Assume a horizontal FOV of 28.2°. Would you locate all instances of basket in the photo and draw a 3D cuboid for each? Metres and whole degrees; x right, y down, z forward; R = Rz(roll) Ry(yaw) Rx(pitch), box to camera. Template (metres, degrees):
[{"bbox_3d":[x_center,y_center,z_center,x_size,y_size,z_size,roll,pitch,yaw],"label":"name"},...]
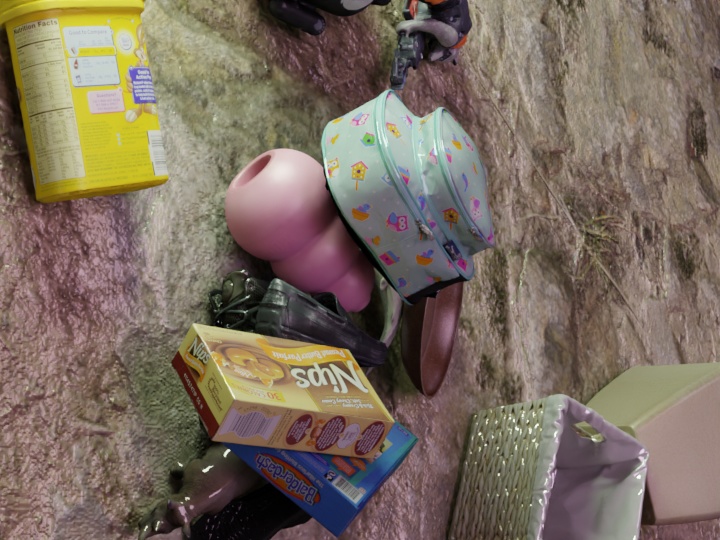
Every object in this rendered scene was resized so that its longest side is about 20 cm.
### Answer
[{"bbox_3d":[0.235,0.282,1.783,0.197,0.160,0.202,32,62,-37],"label":"basket"}]

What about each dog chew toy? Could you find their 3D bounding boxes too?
[{"bbox_3d":[-0.058,-0.034,1.568,0.201,0.124,0.125,51,51,-20],"label":"dog chew toy"}]

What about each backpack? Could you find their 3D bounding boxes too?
[{"bbox_3d":[0.050,-0.089,1.529,0.200,0.152,0.177,43,31,-33],"label":"backpack"}]

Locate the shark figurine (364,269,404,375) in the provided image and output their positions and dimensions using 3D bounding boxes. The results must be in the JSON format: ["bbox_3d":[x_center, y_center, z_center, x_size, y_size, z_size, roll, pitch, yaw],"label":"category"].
[{"bbox_3d":[0.017,0.015,1.679,0.126,0.090,0.217,-13,83,-12],"label":"shark figurine"}]

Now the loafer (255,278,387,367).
[{"bbox_3d":[-0.034,0.059,1.533,0.200,0.067,0.071,23,75,-50],"label":"loafer"}]

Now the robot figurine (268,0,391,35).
[{"bbox_3d":[-0.045,-0.368,1.651,0.199,0.124,0.152,15,55,-42],"label":"robot figurine"}]

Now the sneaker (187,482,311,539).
[{"bbox_3d":[-0.087,0.254,1.526,0.198,0.104,0.060,-29,76,-8],"label":"sneaker"}]

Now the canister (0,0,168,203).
[{"bbox_3d":[-0.270,-0.176,1.416,0.147,0.086,0.203,-11,92,-45],"label":"canister"}]

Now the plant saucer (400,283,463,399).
[{"bbox_3d":[0.084,0.050,1.711,0.200,0.036,0.203,9,90,-75],"label":"plant saucer"}]

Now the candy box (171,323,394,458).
[{"bbox_3d":[-0.075,0.120,1.409,0.198,0.056,0.116,13,29,-39],"label":"candy box"}]

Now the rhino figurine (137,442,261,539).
[{"bbox_3d":[-0.156,0.216,1.455,0.200,0.087,0.060,-37,108,-42],"label":"rhino figurine"}]

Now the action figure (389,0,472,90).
[{"bbox_3d":[0.095,-0.315,1.765,0.194,0.103,0.202,76,24,-58],"label":"action figure"}]

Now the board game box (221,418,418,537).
[{"bbox_3d":[-0.037,0.175,1.481,0.152,0.045,0.200,38,23,8],"label":"board game box"}]

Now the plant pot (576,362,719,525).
[{"bbox_3d":[0.397,0.250,1.942,0.176,0.199,0.203,-18,95,-33],"label":"plant pot"}]

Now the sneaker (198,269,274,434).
[{"bbox_3d":[-0.133,0.077,1.516,0.115,0.076,0.200,52,48,-22],"label":"sneaker"}]
